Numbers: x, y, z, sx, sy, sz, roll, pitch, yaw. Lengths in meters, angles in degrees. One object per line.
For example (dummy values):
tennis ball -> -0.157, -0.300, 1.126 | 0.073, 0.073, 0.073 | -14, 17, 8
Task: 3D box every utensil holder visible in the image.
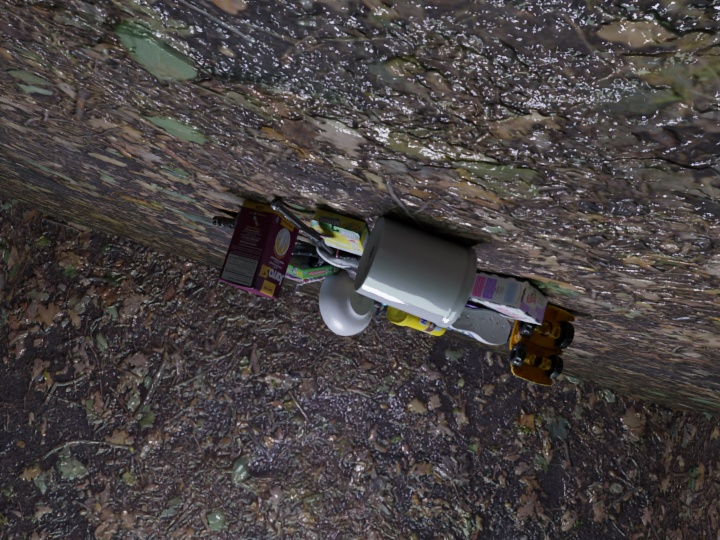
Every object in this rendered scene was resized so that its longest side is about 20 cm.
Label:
utensil holder -> 0.106, 0.000, 1.227 | 0.198, 0.172, 0.170 | 21, 171, -9

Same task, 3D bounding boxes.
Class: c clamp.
c clamp -> -0.128, -0.100, 1.314 | 0.200, 0.027, 0.171 | 39, 179, 38

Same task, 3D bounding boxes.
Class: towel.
towel -> -0.144, -0.004, 1.918 | 0.198, 0.030, 0.145 | -14, -160, -40

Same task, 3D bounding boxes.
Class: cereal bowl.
cereal bowl -> -0.027, 0.094, 1.856 | 0.199, 0.203, 0.083 | 24, 156, -40

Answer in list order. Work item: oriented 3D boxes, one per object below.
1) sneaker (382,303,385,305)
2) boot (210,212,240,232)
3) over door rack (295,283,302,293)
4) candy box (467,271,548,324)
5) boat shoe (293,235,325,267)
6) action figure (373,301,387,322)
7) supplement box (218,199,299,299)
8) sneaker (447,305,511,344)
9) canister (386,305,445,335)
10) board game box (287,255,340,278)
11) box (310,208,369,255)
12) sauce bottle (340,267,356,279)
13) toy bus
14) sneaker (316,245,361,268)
sneaker -> 0.122, 0.070, 1.887 | 0.077, 0.081, 0.199 | 13, -173, 39
boot -> -0.334, -0.119, 1.665 | 0.172, 0.070, 0.200 | 13, 173, 24
over door rack -> -0.237, 0.008, 2.254 | 0.147, 0.067, 0.199 | 22, 150, -31
candy box -> 0.330, 0.062, 1.488 | 0.198, 0.072, 0.167 | 12, 170, 37
boat shoe -> -0.137, -0.044, 1.766 | 0.074, 0.067, 0.199 | 9, 169, 37
action figure -> 0.063, 0.179, 2.725 | 0.198, 0.104, 0.118 | 7, 179, 43
supplement box -> -0.238, -0.049, 1.473 | 0.102, 0.203, 0.131 | 13, 172, 23
sneaker -> 0.262, 0.119, 1.533 | 0.198, 0.082, 0.146 | 17, -178, -23
canister -> 0.182, 0.105, 1.824 | 0.086, 0.150, 0.199 | 9, 171, 45
board game box -> -0.172, -0.018, 1.864 | 0.133, 0.030, 0.199 | -9, -162, -35
box -> -0.041, -0.085, 1.375 | 0.116, 0.049, 0.200 | 17, 174, 8
sauce bottle -> 0.000, 0.000, 1.794 | 0.065, 0.067, 0.199 | 11, 168, 36
toy bus -> 0.461, 0.188, 1.656 | 0.134, 0.202, 0.192 | 18, 179, -8
sneaker -> -0.012, -0.044, 1.544 | 0.198, 0.071, 0.099 | 20, 162, -2
